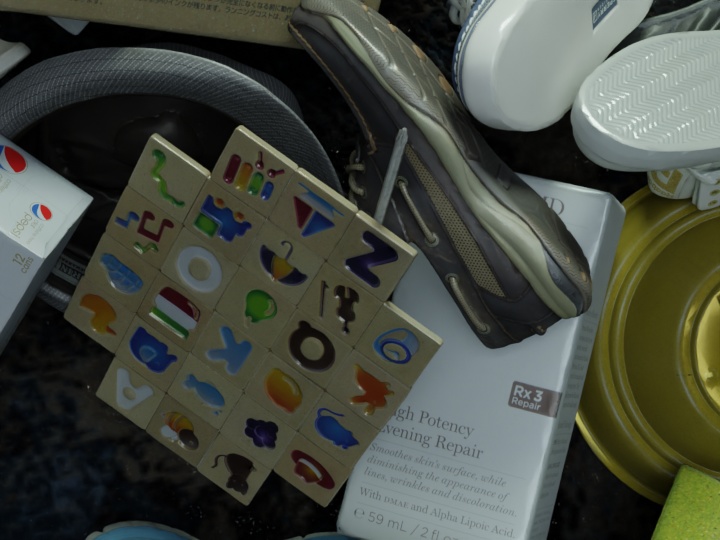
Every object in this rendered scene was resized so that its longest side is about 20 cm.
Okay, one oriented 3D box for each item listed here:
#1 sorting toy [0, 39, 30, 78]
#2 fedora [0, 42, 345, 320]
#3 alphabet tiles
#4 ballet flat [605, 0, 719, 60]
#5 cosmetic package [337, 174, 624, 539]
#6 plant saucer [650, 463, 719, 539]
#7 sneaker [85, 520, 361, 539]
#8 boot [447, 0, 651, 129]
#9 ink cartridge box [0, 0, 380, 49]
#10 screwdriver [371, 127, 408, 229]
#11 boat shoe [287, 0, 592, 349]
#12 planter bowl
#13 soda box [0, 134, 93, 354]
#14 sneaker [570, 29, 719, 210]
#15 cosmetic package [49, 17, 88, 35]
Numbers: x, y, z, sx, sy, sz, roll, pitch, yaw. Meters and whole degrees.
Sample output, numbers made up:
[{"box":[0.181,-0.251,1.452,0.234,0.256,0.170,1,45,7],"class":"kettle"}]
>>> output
[{"box":[-0.257,-0.084,0.832,0.180,0.200,0.107,-34,133,-8],"class":"sorting toy"},{"box":[-0.096,-0.053,0.852,0.200,0.090,0.177,-12,125,20],"class":"fedora"},{"box":[-0.056,0.028,0.817,0.166,0.006,0.200,35,129,3],"class":"alphabet tiles"},{"box":[0.214,-0.155,0.916,0.200,0.068,0.069,-28,81,-4],"class":"ballet flat"},{"box":[0.064,0.049,0.879,0.101,0.074,0.201,12,90,15],"class":"cosmetic package"},{"box":[0.198,0.227,0.838,0.048,0.200,0.200,-17,112,34],"class":"plant saucer"},{"box":[-0.053,0.179,0.881,0.199,0.090,0.079,4,90,-6],"class":"sneaker"},{"box":[0.072,-0.127,0.836,0.090,0.200,0.073,11,119,27],"class":"boot"},{"box":[-0.077,-0.196,0.788,0.200,0.075,0.165,3,109,-33],"class":"ink cartridge box"},{"box":[0.000,0.000,0.792,0.028,0.200,0.029,32,60,11],"class":"screwdriver"},{"box":[0.026,-0.043,0.798,0.073,0.074,0.200,-39,93,16],"class":"boat shoe"},{"box":[0.212,0.040,0.907,0.200,0.083,0.201,0,91,-6],"class":"planter bowl"},{"box":[-0.210,0.028,0.829,0.068,0.064,0.200,34,123,-5],"class":"soda box"},{"box":[0.168,-0.065,0.853,0.200,0.116,0.074,-20,63,-35],"class":"sneaker"},{"box":[-0.120,-0.225,0.858,0.200,0.102,0.074,-51,127,-1],"class":"cosmetic package"}]
